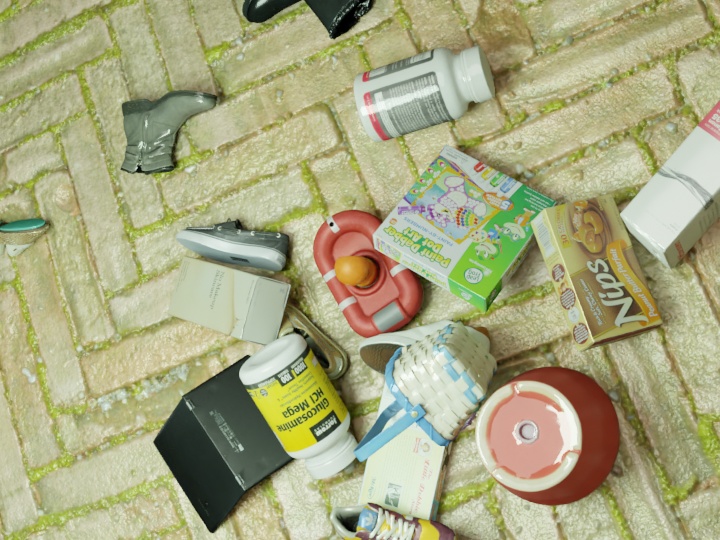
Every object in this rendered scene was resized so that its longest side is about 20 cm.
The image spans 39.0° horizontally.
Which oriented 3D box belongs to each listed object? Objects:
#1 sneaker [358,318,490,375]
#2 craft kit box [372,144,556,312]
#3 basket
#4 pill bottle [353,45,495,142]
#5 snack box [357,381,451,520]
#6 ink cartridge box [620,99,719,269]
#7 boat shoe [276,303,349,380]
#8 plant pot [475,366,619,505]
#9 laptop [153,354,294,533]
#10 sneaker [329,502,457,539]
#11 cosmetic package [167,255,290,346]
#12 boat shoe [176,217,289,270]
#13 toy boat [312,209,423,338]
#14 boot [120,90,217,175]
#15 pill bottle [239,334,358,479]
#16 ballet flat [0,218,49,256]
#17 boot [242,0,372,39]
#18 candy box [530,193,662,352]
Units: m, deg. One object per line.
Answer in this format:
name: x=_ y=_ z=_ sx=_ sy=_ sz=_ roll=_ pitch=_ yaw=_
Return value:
sneaker: x=0.099 y=0.114 z=1.518 sx=0.198 sy=0.085 sz=0.073 roll=0 pitch=123 yaw=20
craft kit box: x=0.153 y=-0.067 z=1.494 sx=0.199 sy=0.049 sz=0.198 roll=30 pitch=70 yaw=22
basket: x=0.084 y=0.175 z=1.400 sx=0.200 sy=0.176 sz=0.139 roll=-36 pitch=93 yaw=23
pill bottle: x=0.099 y=-0.275 z=1.552 sx=0.199 sy=0.111 sz=0.112 roll=-15 pitch=77 yaw=18
snack box: x=0.074 y=0.268 z=1.518 sx=0.115 sy=0.037 sz=0.202 roll=12 pitch=86 yaw=24
ink cartridge box: x=0.452 y=-0.111 z=1.373 sx=0.083 sy=0.146 sz=0.200 roll=44 pitch=98 yaw=22
boat shoe: x=-0.108 y=0.100 z=1.592 sx=0.199 sy=0.076 sz=0.072 roll=29 pitch=93 yaw=22
plant pot: x=0.245 y=0.224 z=1.386 sx=0.199 sy=0.177 sz=0.202 roll=-4 pitch=80 yaw=20
laptop: x=-0.211 y=0.279 z=1.640 sx=0.199 sy=0.116 sz=0.188 roll=-32 pitch=70 yaw=-17
sneaker: x=0.043 y=0.376 z=1.449 sx=0.199 sy=0.090 sz=0.075 roll=-8 pitch=48 yaw=41
cosmetic package: x=-0.210 y=0.047 z=1.605 sx=0.199 sy=0.073 sz=0.104 roll=12 pitch=86 yaw=45
boat shoe: x=-0.205 y=-0.052 z=1.662 sx=0.199 sy=0.070 sz=0.067 roll=10 pitch=68 yaw=25
toy boat: x=0.000 y=0.000 z=1.537 sx=0.130 sy=0.131 sz=0.201 roll=-34 pitch=72 yaw=12
boot: x=-0.325 y=-0.231 z=1.739 sx=0.199 sy=0.068 sz=0.132 roll=-6 pitch=84 yaw=27
pill bottle: x=-0.086 y=0.205 z=1.517 sx=0.112 sy=0.113 sz=0.201 roll=-28 pitch=103 yaw=15
ballet flat: x=-0.642 y=-0.059 z=1.836 sx=0.199 sy=0.070 sz=0.066 roll=3 pitch=110 yaw=24
boot: x=-0.082 y=-0.444 z=1.672 sx=0.198 sy=0.073 sz=0.163 roll=-45 pitch=73 yaw=9
candy box: x=0.329 y=0.002 z=1.425 sx=0.115 sy=0.055 sz=0.201 roll=-13 pitch=75 yaw=-18
